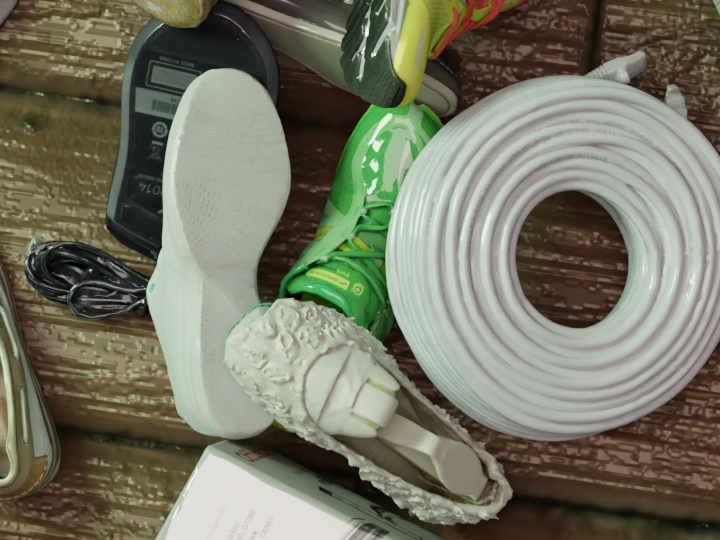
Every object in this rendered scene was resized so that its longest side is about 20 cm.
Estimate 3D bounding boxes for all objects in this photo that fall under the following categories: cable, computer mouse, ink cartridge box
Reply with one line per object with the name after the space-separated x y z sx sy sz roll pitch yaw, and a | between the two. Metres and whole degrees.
0.115 -0.006 1.600 0.200 0.069 0.200 -17 96 -17 | cable
-0.102 -0.062 1.648 0.138 0.053 0.200 18 109 2 | computer mouse
-0.006 0.170 1.589 0.200 0.146 0.084 27 91 5 | ink cartridge box

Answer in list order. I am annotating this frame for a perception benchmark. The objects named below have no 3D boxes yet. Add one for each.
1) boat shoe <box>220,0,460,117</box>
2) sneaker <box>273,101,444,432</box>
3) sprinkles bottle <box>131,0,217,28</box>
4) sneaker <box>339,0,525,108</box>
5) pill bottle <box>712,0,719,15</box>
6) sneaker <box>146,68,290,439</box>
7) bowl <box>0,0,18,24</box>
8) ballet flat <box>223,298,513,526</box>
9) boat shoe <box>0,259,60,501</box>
-0.030 -0.149 1.643 0.200 0.067 0.057 22 70 2 | boat shoe
0.000 0.000 1.624 0.074 0.084 0.200 21 93 3 | sneaker
-0.056 -0.221 1.607 0.068 0.068 0.200 36 63 5 | sprinkles bottle
0.049 -0.159 1.596 0.090 0.078 0.200 24 48 -9 | sneaker
0.249 -0.161 1.597 0.116 0.116 0.200 -26 87 3 | pill bottle
-0.088 -0.009 1.603 0.075 0.088 0.200 1 90 -29 | sneaker
-0.285 -0.207 1.655 0.201 0.090 0.202 0 88 4 | bowl
0.014 0.078 1.582 0.200 0.072 0.072 37 91 -36 | ballet flat
-0.228 0.034 1.651 0.075 0.068 0.200 -29 86 3 | boat shoe
